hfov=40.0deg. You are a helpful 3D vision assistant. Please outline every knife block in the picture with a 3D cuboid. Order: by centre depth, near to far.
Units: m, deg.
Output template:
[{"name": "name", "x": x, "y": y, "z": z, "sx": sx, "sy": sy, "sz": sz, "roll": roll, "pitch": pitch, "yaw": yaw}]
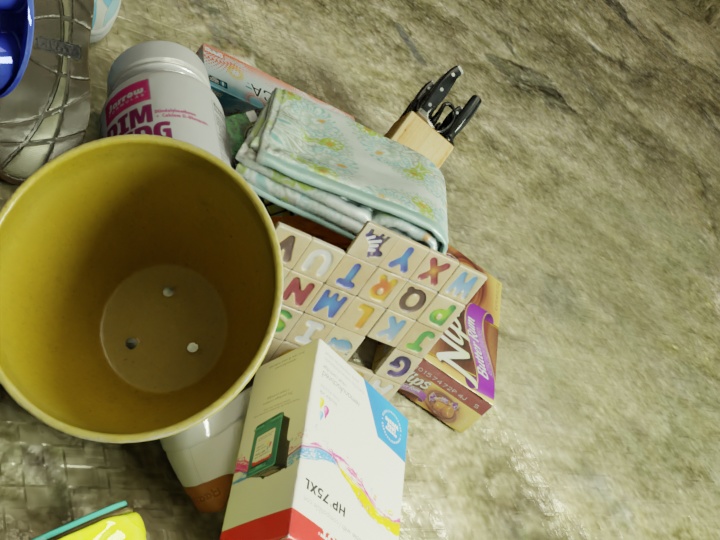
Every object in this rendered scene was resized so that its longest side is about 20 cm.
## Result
[{"name": "knife block", "x": 0.056, "y": -0.128, "z": 1.080, "sx": 0.064, "sy": 0.176, "sz": 0.201, "roll": 37, "pitch": 34, "yaw": -9}]

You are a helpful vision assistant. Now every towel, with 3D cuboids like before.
[{"name": "towel", "x": -0.009, "y": -0.091, "z": 0.905, "sx": 0.198, "sy": 0.049, "sz": 0.172, "roll": 25, "pitch": 29, "yaw": -8}]

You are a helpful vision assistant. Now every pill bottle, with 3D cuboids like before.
[{"name": "pill bottle", "x": -0.168, "y": -0.099, "z": 0.861, "sx": 0.112, "sy": 0.113, "sz": 0.202, "roll": 17, "pitch": 42, "yaw": -35}]

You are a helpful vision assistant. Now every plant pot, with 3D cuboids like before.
[{"name": "plant pot", "x": -0.148, "y": 0.027, "z": 0.697, "sx": 0.201, "sy": 0.199, "sz": 0.142, "roll": 53, "pitch": -10, "yaw": 13}]

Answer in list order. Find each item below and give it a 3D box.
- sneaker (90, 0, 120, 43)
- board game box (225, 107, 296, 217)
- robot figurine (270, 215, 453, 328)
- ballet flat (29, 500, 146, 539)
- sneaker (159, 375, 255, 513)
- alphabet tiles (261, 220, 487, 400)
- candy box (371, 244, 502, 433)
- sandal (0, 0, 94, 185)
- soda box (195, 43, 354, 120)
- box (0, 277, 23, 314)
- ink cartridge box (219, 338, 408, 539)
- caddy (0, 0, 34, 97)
[{"name": "sneaker", "x": -0.267, "y": -0.279, "z": 0.930, "sx": 0.079, "sy": 0.131, "sz": 0.201, "roll": 39, "pitch": 33, "yaw": -5}, {"name": "board game box", "x": -0.063, "y": -0.065, "z": 0.965, "sx": 0.104, "sy": 0.023, "sz": 0.202, "roll": -21, "pitch": 82, "yaw": -34}, {"name": "robot figurine", "x": 0.000, "y": 0.000, "z": 0.917, "sx": 0.197, "sy": 0.058, "sz": 0.147, "roll": 0, "pitch": 57, "yaw": -30}, {"name": "ballet flat", "x": -0.202, "y": 0.187, "z": 0.569, "sx": 0.198, "sy": 0.066, "sz": 0.068, "roll": -4, "pitch": 70, "yaw": -51}, {"name": "sneaker", "x": -0.079, "y": 0.127, "z": 0.777, "sx": 0.199, "sy": 0.072, "sz": 0.086, "roll": -26, "pitch": 97, "yaw": -57}, {"name": "alphabet tiles", "x": -0.013, "y": 0.033, "z": 0.843, "sx": 0.198, "sy": 0.168, "sz": 0.008, "roll": 22, "pitch": 28, "yaw": -30}, {"name": "candy box", "x": 0.083, "y": 0.056, "z": 1.023, "sx": 0.116, "sy": 0.057, "sz": 0.201, "roll": 35, "pitch": 33, "yaw": -14}, {"name": "sandal", "x": -0.271, "y": -0.167, "z": 0.831, "sx": 0.081, "sy": 0.054, "sz": 0.204, "roll": 9, "pitch": 79, "yaw": -39}, {"name": "soda box", "x": -0.096, "y": -0.158, "z": 1.049, "sx": 0.198, "sy": 0.064, "sz": 0.069, "roll": 21, "pitch": 40, "yaw": -31}, {"name": "box", "x": -0.330, "y": -0.011, "z": 0.648, "sx": 0.199, "sy": 0.050, "sz": 0.159, "roll": 34, "pitch": 35, "yaw": -17}, {"name": "ink cartridge box", "x": -0.030, "y": 0.165, "z": 0.684, "sx": 0.116, "sy": 0.067, "sz": 0.202, "roll": 44, "pitch": 35, "yaw": -32}, {"name": "caddy", "x": -0.324, "y": -0.216, "z": 0.767, "sx": 0.199, "sy": 0.143, "sz": 0.104, "roll": 33, "pitch": 29, "yaw": 33}]
